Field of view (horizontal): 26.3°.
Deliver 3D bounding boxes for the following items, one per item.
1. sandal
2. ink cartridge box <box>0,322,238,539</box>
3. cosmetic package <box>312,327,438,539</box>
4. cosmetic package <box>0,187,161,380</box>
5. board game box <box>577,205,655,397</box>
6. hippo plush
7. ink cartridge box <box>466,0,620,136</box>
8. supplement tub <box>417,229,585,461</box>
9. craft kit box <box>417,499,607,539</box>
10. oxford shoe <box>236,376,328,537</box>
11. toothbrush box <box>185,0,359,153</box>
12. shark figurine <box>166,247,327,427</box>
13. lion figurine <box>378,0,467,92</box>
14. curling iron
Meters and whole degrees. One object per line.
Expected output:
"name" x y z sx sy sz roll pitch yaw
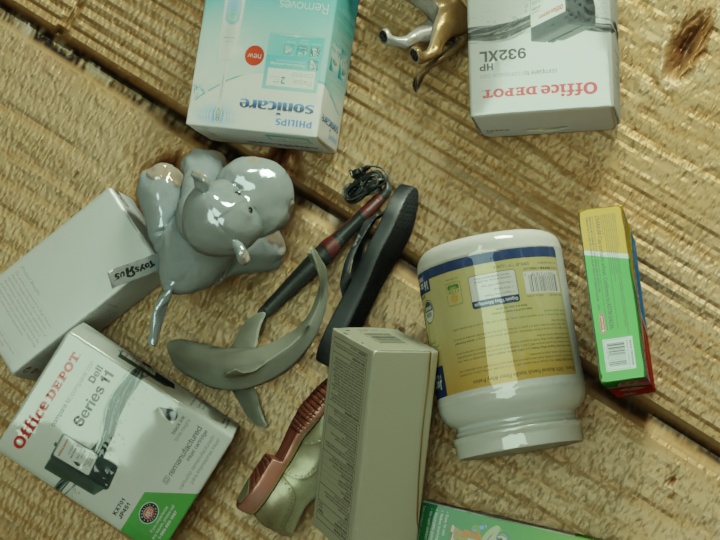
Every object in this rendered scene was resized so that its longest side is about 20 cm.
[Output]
"sandal" 0.000 0.000 1.548 0.043 0.076 0.201 27 90 16
"ink cartridge box" -0.244 0.168 1.555 0.199 0.083 0.147 32 92 -2
"cosmetic package" 0.012 0.163 1.477 0.072 0.103 0.202 1 101 -24
"cosmetic package" -0.303 0.016 1.625 0.199 0.074 0.102 -36 76 5
"board game box" 0.238 0.033 1.419 0.040 0.200 0.155 -8 81 12
"hippo plush" -0.153 -0.061 1.518 0.199 0.161 0.160 -31 82 -26
"ink cartridge box" 0.181 -0.244 1.532 0.144 0.084 0.202 -3 82 13
"supplement tub" 0.136 0.073 1.468 0.143 0.144 0.202 -11 79 12
"craft kit box" 0.136 0.340 1.485 0.196 0.049 0.202 10 85 13
"oxford shoe" -0.040 0.175 1.549 0.074 0.071 0.201 38 92 -9
"toothbrush box" -0.088 -0.232 1.599 0.145 0.085 0.202 8 85 15
"shark figurine" -0.098 0.077 1.545 0.214 0.089 0.129 -33 79 20
"lion figurine" 0.069 -0.291 1.577 0.122 0.072 0.202 -19 93 -30
"curling iron" -0.038 -0.027 1.590 0.200 0.026 0.050 -52 53 8
